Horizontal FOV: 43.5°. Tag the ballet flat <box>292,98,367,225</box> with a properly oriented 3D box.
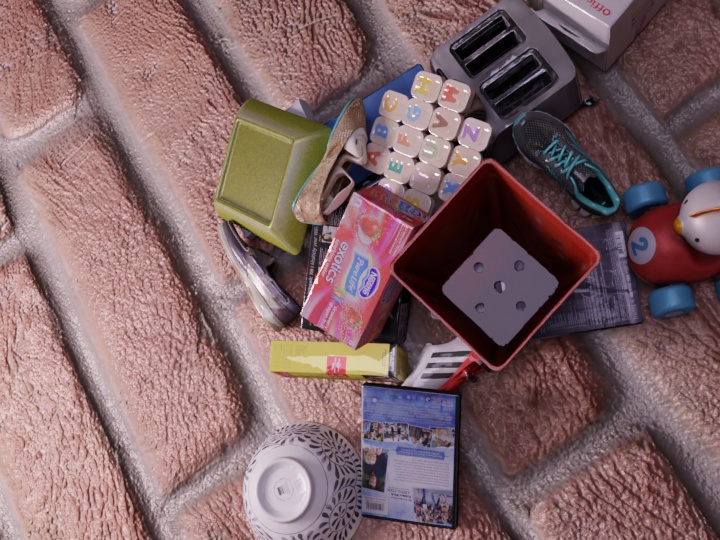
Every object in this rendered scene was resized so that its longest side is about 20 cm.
[{"bbox_3d":[-0.027,-0.154,1.323,0.065,0.070,0.202,27,90,23],"label":"ballet flat"}]

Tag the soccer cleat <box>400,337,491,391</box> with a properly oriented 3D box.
[{"bbox_3d":[0.100,0.155,1.312,0.199,0.069,0.086,-37,55,6],"label":"soccer cleat"}]

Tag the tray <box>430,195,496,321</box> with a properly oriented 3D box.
[{"bbox_3d":[0.159,-0.024,1.348,0.106,0.022,0.203,2,78,2],"label":"tray"}]

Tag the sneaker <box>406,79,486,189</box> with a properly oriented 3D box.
[{"bbox_3d":[0.104,-0.190,1.327,0.200,0.070,0.076,-46,56,29],"label":"sneaker"}]

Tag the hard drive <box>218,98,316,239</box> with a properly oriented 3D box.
[{"bbox_3d":[-0.136,-0.160,1.441,0.199,0.026,0.133,-36,67,30],"label":"hard drive"}]

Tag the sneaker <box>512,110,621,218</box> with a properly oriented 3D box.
[{"bbox_3d":[0.297,-0.148,1.266,0.199,0.091,0.078,40,97,-12],"label":"sneaker"}]

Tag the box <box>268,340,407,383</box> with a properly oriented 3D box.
[{"bbox_3d":[-0.033,0.136,1.349,0.197,0.075,0.051,1,77,16],"label":"box"}]

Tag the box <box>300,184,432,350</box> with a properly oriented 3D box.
[{"bbox_3d":[0.010,-0.005,1.262,0.102,0.095,0.202,31,112,15],"label":"box"}]

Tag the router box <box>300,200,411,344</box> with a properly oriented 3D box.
[{"bbox_3d":[0.000,0.000,1.359,0.155,0.052,0.203,9,94,19],"label":"router box"}]

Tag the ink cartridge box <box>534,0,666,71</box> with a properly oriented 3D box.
[{"bbox_3d":[0.361,-0.410,1.332,0.128,0.125,0.200,40,86,21],"label":"ink cartridge box"}]

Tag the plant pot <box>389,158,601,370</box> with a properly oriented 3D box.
[{"bbox_3d":[0.184,0.006,1.227,0.200,0.176,0.200,43,90,16],"label":"plant pot"}]

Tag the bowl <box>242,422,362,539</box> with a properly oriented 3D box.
[{"bbox_3d":[-0.097,0.320,1.311,0.198,0.094,0.204,-4,76,16],"label":"bowl"}]

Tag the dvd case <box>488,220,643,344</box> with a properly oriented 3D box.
[{"bbox_3d":[0.294,0.018,1.301,0.197,0.016,0.151,-9,77,9],"label":"dvd case"}]

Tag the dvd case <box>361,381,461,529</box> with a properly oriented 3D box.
[{"bbox_3d":[0.070,0.261,1.271,0.141,0.018,0.203,4,102,15],"label":"dvd case"}]

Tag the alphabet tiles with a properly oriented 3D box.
[{"bbox_3d":[0.089,-0.176,1.277,0.194,0.015,0.202,27,103,35],"label":"alphabet tiles"}]

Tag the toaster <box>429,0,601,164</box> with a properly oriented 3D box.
[{"bbox_3d":[0.225,-0.284,1.353,0.199,0.119,0.182,-34,70,6],"label":"toaster"}]

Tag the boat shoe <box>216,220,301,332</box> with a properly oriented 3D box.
[{"bbox_3d":[-0.160,0.000,1.426,0.064,0.072,0.201,-32,73,1],"label":"boat shoe"}]

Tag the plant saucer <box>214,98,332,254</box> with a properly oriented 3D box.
[{"bbox_3d":[-0.151,-0.151,1.400,0.199,0.048,0.202,26,104,36],"label":"plant saucer"}]

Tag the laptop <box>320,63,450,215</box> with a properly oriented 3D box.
[{"bbox_3d":[0.069,-0.165,1.372,0.186,0.116,0.202,-31,70,8],"label":"laptop"}]

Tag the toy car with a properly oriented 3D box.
[{"bbox_3d":[0.443,-0.057,1.181,0.174,0.200,0.187,-12,73,8],"label":"toy car"}]
